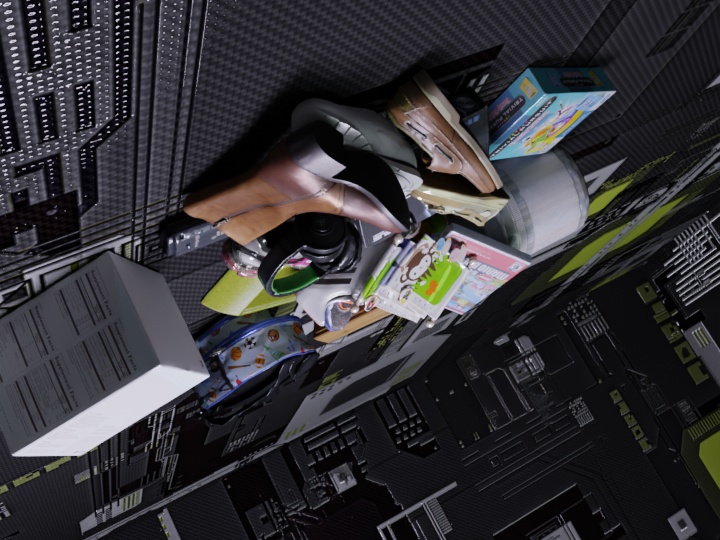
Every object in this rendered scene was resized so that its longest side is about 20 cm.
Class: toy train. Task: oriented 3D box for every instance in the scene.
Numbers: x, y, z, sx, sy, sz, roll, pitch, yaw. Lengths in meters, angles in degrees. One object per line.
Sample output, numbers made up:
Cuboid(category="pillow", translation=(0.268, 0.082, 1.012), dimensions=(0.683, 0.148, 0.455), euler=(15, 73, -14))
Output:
Cuboid(category="toy train", translation=(0.098, -0.063, 1.469), dimensions=(0.115, 0.085, 0.200), euler=(-34, 168, -33))

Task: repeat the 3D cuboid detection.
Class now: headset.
Cuboid(category="headset", translation=(-0.031, -0.028, 1.096), dimensions=(0.199, 0.094, 0.123), euler=(-39, 160, 4))

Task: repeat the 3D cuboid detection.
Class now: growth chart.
Cuboid(category="growth chart", translation=(0.082, 0.012, 1.291), dimensions=(0.199, 0.018, 0.146), euler=(17, 107, -47))

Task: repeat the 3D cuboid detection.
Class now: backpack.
Cuboid(category="backpack", translation=(-0.171, 0.143, 1.473), dimensions=(0.189, 0.156, 0.199), euler=(-28, 174, 26))

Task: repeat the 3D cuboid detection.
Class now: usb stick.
Cuboid(category="usb stick", translation=(-0.143, -0.066, 1.075), dimensions=(0.198, 0.033, 0.056), euler=(-23, 164, -25))

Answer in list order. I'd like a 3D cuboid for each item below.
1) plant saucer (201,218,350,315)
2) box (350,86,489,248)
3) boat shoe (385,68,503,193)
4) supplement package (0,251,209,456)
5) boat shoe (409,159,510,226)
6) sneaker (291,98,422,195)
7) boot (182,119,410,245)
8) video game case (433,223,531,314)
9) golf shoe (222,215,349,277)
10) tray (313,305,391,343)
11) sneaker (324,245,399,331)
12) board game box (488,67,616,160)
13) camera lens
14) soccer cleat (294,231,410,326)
Cuboid(category="plant saucer", translation=(-0.108, 0.000, 1.329), dimensions=(0.199, 0.048, 0.200), euler=(-14, 158, -45))
Cuboid(category="box", translation=(0.073, -0.131, 1.174), dimensions=(0.198, 0.044, 0.161), euler=(-27, 147, -9))
Cuboid(category="boat shoe", translation=(0.099, -0.153, 1.074), dimensions=(0.068, 0.072, 0.200), euler=(-37, 128, 10))
Cuboid(category="supplement package", translation=(-0.317, 0.104, 1.069), dimensions=(0.198, 0.152, 0.152), euler=(-31, 164, 5))
Cuboid(category="boat shoe", translation=(0.116, -0.093, 1.156), dimensions=(0.199, 0.073, 0.063), euler=(1, 131, -52))
Cuboid(category="sneaker", translation=(-0.008, -0.148, 1.007), dimensions=(0.076, 0.082, 0.199), euler=(-22, 151, 30))
Cuboid(category="boot", translation=(-0.065, -0.063, 0.994), dimensions=(0.199, 0.069, 0.187), euler=(-26, 145, 32))
Cuboid(category="video game case", translation=(0.152, 0.002, 1.408), dimensions=(0.141, 0.018, 0.200), euler=(21, 147, -18))
Cuboid(category="golf shoe", translation=(-0.078, -0.042, 1.176), dimensions=(0.198, 0.073, 0.092), euler=(-17, 172, -41))
Cuboid(category="tray", translation=(-0.007, 0.041, 1.470), dimensions=(0.037, 0.100, 0.199), euler=(17, 150, -33))
Cuboid(category="sneaker", translation=(-0.004, 0.013, 1.386), dimensions=(0.075, 0.078, 0.202), euler=(6, 120, -41))
Cuboid(category="board game box", translation=(0.254, -0.223, 1.290), dimensions=(0.199, 0.047, 0.151), euler=(-14, 159, -46))
Cuboid(category="camera lens", translation=(0.254, -0.106, 1.449), dimensions=(0.198, 0.161, 0.160), euler=(-26, 165, -14))
Cuboid(category="soccer cleat", translation=(0.000, 0.000, 1.273), dimensions=(0.199, 0.086, 0.069), euler=(-32, 170, -6))
